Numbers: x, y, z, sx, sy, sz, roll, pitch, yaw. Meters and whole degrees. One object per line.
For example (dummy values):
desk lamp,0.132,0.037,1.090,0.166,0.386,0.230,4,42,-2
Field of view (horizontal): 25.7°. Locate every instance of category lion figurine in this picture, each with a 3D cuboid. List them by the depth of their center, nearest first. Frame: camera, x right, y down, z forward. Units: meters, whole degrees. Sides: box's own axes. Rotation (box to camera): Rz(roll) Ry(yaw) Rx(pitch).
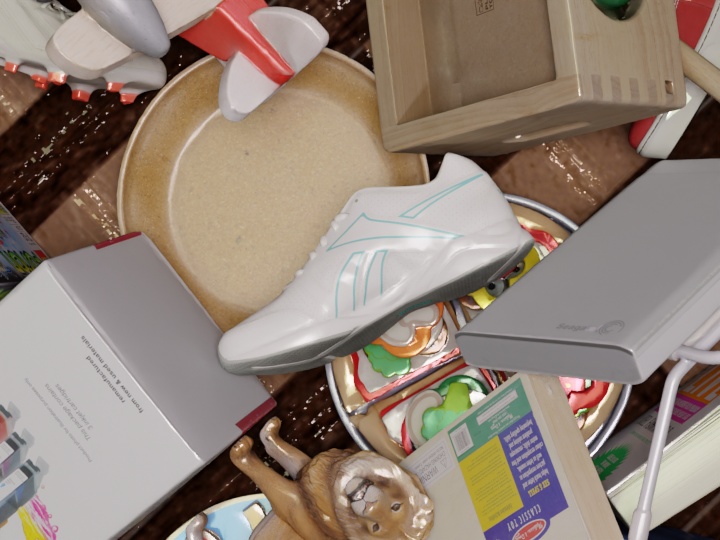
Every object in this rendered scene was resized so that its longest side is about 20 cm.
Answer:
lion figurine,-0.049,0.174,0.962,0.122,0.072,0.200,42,113,12

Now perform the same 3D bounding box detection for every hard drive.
hard drive,0.164,-0.005,0.896,0.200,0.132,0.026,-38,114,-33

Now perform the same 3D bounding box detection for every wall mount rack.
wall mount rack,0.162,0.059,0.905,0.174,0.200,0.075,-42,115,-17

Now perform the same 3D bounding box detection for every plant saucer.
plant saucer,-0.054,-0.045,1.007,0.200,0.035,0.201,-1,84,6

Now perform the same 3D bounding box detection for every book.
book,0.229,0.081,0.965,0.200,0.134,0.048,-36,92,-1

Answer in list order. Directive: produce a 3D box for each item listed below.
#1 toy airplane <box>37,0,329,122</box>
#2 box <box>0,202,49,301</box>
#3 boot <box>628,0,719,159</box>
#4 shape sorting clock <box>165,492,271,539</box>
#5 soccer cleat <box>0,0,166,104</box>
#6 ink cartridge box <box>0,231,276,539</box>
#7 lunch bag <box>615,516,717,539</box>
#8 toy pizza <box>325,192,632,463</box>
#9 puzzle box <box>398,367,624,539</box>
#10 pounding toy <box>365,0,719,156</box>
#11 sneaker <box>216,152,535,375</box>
toy airplane,-0.100,-0.188,0.937,0.199,0.141,0.200,1,49,-22
box,-0.239,-0.022,0.936,0.035,0.200,0.110,-41,90,0
boot,0.173,-0.180,1.001,0.144,0.072,0.200,21,84,3
shape sorting clock,-0.054,0.243,1.013,0.199,0.039,0.201,0,90,0
soccer cleat,-0.216,-0.159,1.000,0.200,0.069,0.078,13,85,7
ink cartridge box,-0.184,0.099,0.941,0.200,0.145,0.145,-39,89,16
lunch bag,0.180,0.227,0.962,0.200,0.136,0.133,15,89,2
toy pizza,0.074,0.047,1.001,0.200,0.032,0.201,-1,83,7
puzzle box,0.071,0.158,0.922,0.025,0.200,0.133,-2,62,-36
pounding toy,0.123,-0.149,0.936,0.142,0.200,0.185,-3,84,-43
sneaker,0.000,0.000,0.949,0.200,0.070,0.080,-27,78,-4
